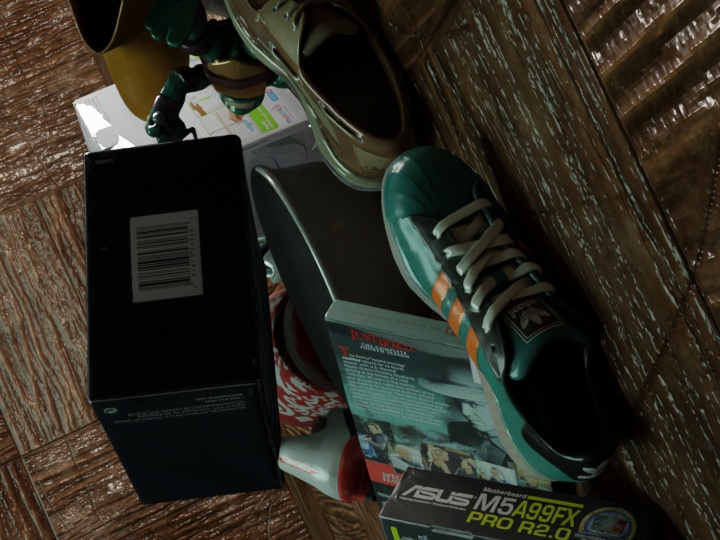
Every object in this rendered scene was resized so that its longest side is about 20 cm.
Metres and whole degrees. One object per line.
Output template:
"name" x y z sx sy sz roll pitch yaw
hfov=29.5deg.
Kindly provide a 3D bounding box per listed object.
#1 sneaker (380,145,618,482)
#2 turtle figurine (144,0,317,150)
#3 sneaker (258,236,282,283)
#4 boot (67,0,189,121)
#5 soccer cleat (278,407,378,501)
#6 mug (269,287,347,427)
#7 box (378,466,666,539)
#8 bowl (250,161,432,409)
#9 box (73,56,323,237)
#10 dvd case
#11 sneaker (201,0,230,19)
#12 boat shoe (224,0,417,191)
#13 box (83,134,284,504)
"sneaker" 0.080 0.018 0.724 0.201 0.071 0.080 61 164 2
"turtle figurine" -0.090 -0.140 0.998 0.200 0.148 0.102 83 173 -71
"sneaker" -0.071 -0.034 1.274 0.075 0.087 0.200 66 170 -11
"boot" -0.169 -0.174 0.965 0.144 0.070 0.203 -83 -8 -60
"soccer cleat" 0.009 0.131 1.059 0.200 0.084 0.069 -15 -65 -64
"mug" -0.010 0.067 1.193 0.200 0.176 0.135 136 146 -74
"box" 0.110 0.214 0.812 0.159 0.044 0.201 5 128 32
"bowl" 0.000 0.000 0.992 0.202 0.090 0.201 61 168 21
"box" -0.143 -0.109 1.223 0.200 0.175 0.097 51 162 50
"dvd case" 0.061 0.108 0.890 0.145 0.022 0.201 11 139 26
"sneaker" -0.146 -0.240 1.057 0.200 0.088 0.081 44 -162 -15
"boat shoe" -0.023 -0.147 0.861 0.201 0.075 0.072 55 164 9
"box" -0.129 0.043 1.014 0.199 0.122 0.202 84 179 -60
